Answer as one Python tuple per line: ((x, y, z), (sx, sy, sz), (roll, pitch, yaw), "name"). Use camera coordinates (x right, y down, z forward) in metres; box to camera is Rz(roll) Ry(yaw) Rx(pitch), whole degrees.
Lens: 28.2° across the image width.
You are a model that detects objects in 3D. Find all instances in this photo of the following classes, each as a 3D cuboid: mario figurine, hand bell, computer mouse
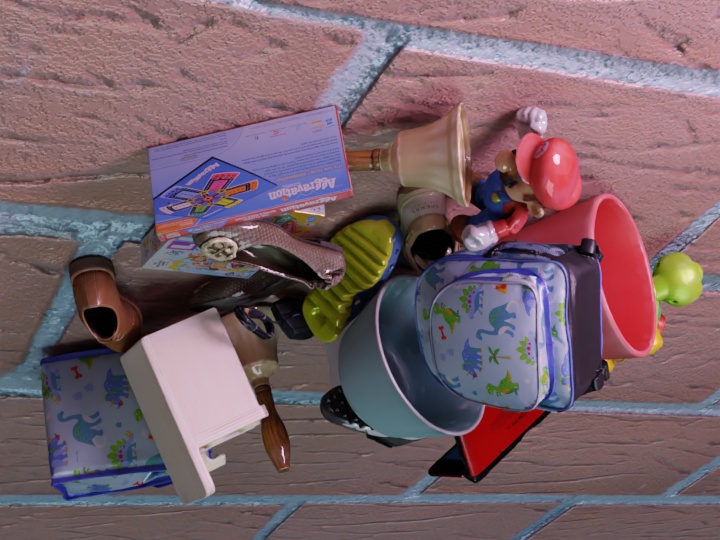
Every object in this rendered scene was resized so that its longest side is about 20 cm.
((0.150, -0.096, 1.514), (0.105, 0.124, 0.200), (-15, 172, -28), "mario figurine")
((-0.120, 0.157, 1.792), (0.103, 0.201, 0.104), (-14, 156, -6), "hand bell")
((0.010, -0.114, 1.476), (0.198, 0.105, 0.104), (-2, 153, 10), "hand bell")
((-0.095, 0.054, 1.732), (0.034, 0.059, 0.200), (-37, 167, 16), "computer mouse")

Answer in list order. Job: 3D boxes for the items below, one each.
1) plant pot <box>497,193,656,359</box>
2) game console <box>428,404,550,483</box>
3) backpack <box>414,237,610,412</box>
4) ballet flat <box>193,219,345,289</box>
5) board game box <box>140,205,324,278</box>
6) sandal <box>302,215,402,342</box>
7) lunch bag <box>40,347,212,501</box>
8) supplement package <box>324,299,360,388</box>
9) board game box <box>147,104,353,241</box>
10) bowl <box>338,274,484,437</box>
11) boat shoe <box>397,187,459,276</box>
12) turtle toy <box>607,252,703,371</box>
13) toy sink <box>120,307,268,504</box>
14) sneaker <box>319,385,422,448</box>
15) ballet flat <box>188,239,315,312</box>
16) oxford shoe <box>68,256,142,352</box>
((0.236, 0.022, 1.710), (0.176, 0.202, 0.200), (-13, 154, 28), "plant pot")
((0.169, 0.168, 1.849), (0.200, 0.118, 0.173), (-40, 131, -24), "game console")
((0.154, 0.060, 1.582), (0.199, 0.185, 0.146), (4, -166, 38), "backpack")
((-0.092, -0.014, 1.519), (0.067, 0.047, 0.199), (-21, 155, 40), "ballet flat")
((-0.143, -0.046, 1.563), (0.133, 0.035, 0.200), (6, 157, -28), "board game box")
((0.000, 0.000, 1.705), (0.087, 0.080, 0.200), (-27, 162, -40), "sandal")
((-0.295, 0.189, 1.826), (0.198, 0.172, 0.128), (-10, 161, -2), "lunch bag")
((0.067, 0.113, 1.881), (0.199, 0.110, 0.114), (9, 147, -33), "supplement package")
((-0.112, -0.098, 1.437), (0.198, 0.104, 0.019), (-12, 152, 4), "board game box")
((0.048, 0.117, 1.700), (0.105, 0.202, 0.200), (-28, 148, 32), "bowl")
((0.079, -0.028, 1.671), (0.073, 0.067, 0.200), (-13, 152, 5), "boat shoe")
((0.344, 0.042, 1.837), (0.199, 0.147, 0.101), (-29, 168, 32), "turtle toy")
((-0.192, 0.164, 1.734), (0.111, 0.201, 0.130), (-22, 175, -24), "toy sink")
((0.027, 0.189, 1.818), (0.199, 0.067, 0.091), (5, 146, -32), "sneaker")
((-0.122, 0.007, 1.700), (0.199, 0.047, 0.067), (-20, 165, 30), "ballet flat")
((-0.302, 0.061, 1.702), (0.071, 0.072, 0.200), (-13, 154, 1), "oxford shoe")
